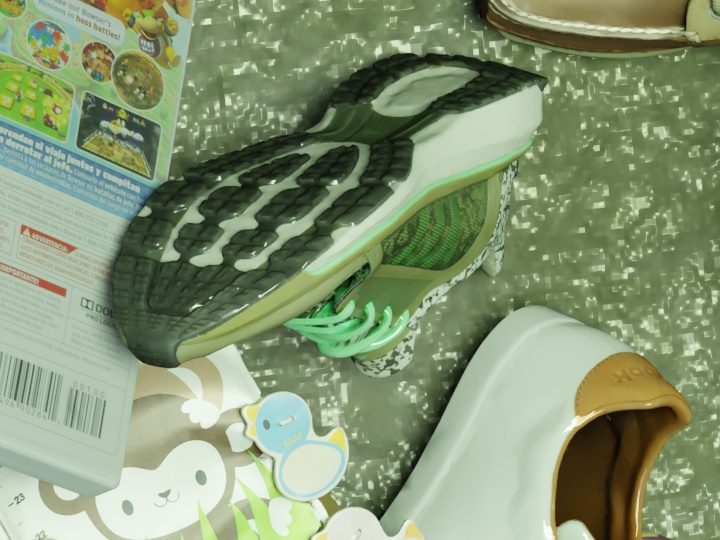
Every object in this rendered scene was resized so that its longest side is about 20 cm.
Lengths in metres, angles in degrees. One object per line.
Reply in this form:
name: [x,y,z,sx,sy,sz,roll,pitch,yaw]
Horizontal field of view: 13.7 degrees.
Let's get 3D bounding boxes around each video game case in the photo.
video game case: [-0.118,-0.048,0.887,0.143,0.018,0.200,24,60,-32]

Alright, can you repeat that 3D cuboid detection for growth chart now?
growth chart: [-0.071,0.083,0.931,0.145,0.018,0.200,-42,100,-8]

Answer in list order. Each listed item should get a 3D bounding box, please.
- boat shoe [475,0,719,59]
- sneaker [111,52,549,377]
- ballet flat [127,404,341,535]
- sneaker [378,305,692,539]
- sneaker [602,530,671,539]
boat shoe: [0.138,-0.110,0.990,0.200,0.074,0.076,-6,96,-10]
sneaker: [0.000,0.000,0.938,0.200,0.077,0.089,-33,123,-47]
ballet flat: [-0.068,0.063,0.973,0.200,0.063,0.069,44,87,-12]
sneaker: [0.042,0.113,0.980,0.073,0.085,0.200,24,91,-46]
sneaker: [0.109,0.189,1.005,0.075,0.090,0.200,-9,97,-10]
